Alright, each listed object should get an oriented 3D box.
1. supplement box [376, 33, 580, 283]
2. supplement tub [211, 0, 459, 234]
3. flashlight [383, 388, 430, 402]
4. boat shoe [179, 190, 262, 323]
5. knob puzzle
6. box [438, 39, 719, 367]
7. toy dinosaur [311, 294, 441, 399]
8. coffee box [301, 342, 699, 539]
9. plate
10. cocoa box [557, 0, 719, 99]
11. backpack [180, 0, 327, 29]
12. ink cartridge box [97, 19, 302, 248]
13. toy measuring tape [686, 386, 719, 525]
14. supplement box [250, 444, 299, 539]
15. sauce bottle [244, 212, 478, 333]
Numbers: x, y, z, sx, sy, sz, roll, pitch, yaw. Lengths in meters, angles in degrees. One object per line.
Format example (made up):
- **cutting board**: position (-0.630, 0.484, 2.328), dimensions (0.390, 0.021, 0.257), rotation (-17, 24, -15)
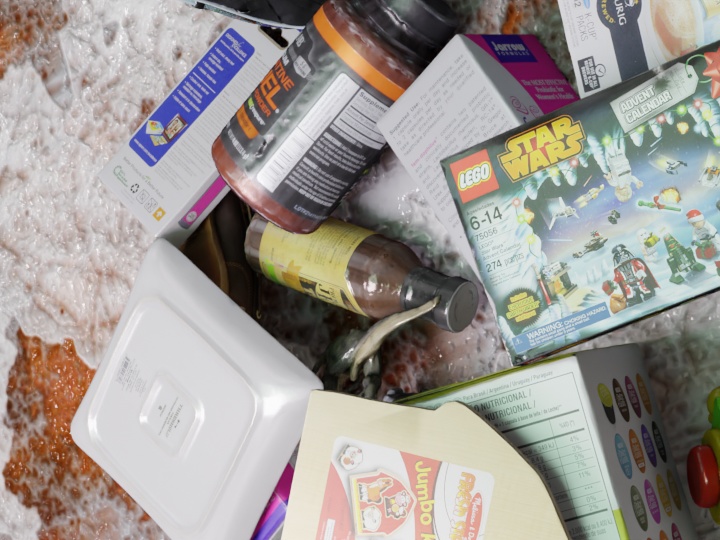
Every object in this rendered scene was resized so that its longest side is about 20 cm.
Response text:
- **supplement box**: position (0.118, -0.060, 1.400), dimensions (0.103, 0.101, 0.201), rotation (-47, 67, 32)
- **supplement tub**: position (-0.015, -0.131, 1.484), dimensions (0.200, 0.107, 0.107), rotation (-49, 65, 16)
- **flashlight**: position (0.037, 0.194, 1.515), dimensions (0.067, 0.068, 0.202), rotation (8, 97, 3)
- **boat shoe**: position (-0.120, -0.037, 1.613), dimensions (0.070, 0.070, 0.202), rotation (-22, 61, 32)
- **knob puzzle**: position (0.047, 0.180, 1.241), dimensions (0.218, 0.030, 0.222), rotation (-1, 88, 20)
- **box**: position (0.161, -0.040, 1.204), dimensions (0.199, 0.040, 0.138), rotation (-23, 81, 19)
- **toy dinosaur**: position (-0.003, 0.076, 1.488), dimensions (0.200, 0.047, 0.089), rotation (-32, 33, 62)
- **coffee box**: position (0.104, 0.171, 1.343), dimensions (0.198, 0.199, 0.200), rotation (-18, 83, 18)
- **plate**: position (-0.138, 0.109, 1.525), dimensions (0.200, 0.032, 0.201), rotation (41, 118, 28)
- **cocoa box**: position (0.230, -0.111, 1.282), dimensions (0.130, 0.133, 0.202), rotation (-15, 86, 37)
- **backpack**: position (-0.100, -0.288, 1.488), dimensions (0.151, 0.199, 0.178), rotation (56, 128, 43)
- **ink cartridge box**: position (-0.115, -0.119, 1.582), dimensions (0.200, 0.037, 0.095), rotation (-50, 52, 3)
- **toy measuring tape**: position (0.259, 0.168, 1.314), dimensions (0.073, 0.073, 0.201), rotation (-38, 46, 35)
- **supplement box**: position (-0.105, 0.138, 1.596), dimensions (0.200, 0.101, 0.104), rotation (52, 123, 22)
- **sauce bottle**: position (0.000, 0.000, 1.526), dimensions (0.199, 0.064, 0.065), rotation (20, 108, 37)
